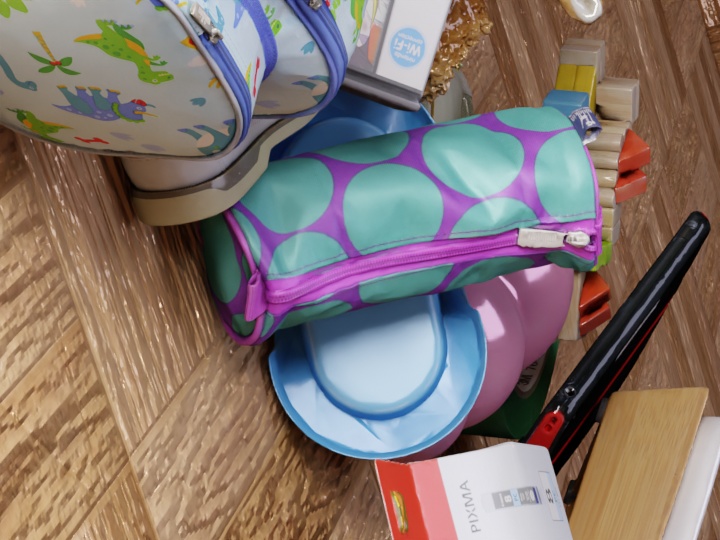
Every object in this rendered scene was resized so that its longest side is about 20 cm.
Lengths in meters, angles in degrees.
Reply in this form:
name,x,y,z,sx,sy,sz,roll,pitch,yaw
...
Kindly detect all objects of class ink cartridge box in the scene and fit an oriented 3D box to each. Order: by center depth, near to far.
name,x,y,z,sx,sy,sz,roll,pitch,yaw
ink cartridge box,0.070,0.163,1.263,0.200,0.047,0.161,20,54,-73

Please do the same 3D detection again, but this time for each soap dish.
name,x,y,z,sx,sy,sz,roll,pitch,yaw
soap dish,0.160,0.172,1.642,0.200,0.081,0.158,99,11,-65

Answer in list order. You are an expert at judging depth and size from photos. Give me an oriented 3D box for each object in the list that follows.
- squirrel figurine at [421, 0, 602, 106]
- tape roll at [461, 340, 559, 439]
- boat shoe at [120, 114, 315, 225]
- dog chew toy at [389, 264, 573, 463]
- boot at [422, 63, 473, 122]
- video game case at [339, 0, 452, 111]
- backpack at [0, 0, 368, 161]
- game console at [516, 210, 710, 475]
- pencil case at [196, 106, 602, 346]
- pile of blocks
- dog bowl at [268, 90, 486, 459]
name,x,y,z,sx,sy,sz,roll,pitch,yaw
squirrel figurine,0.048,-0.186,1.403,0.186,0.200,0.142,29,13,-49
tape roll,0.087,0.004,1.662,0.200,0.048,0.202,5,90,-73
boat shoe,-0.066,-0.093,1.269,0.200,0.074,0.069,-69,147,-63
dog chew toy,0.042,0.031,1.466,0.200,0.124,0.125,-57,133,-48
boot,0.018,-0.142,1.617,0.155,0.072,0.201,6,75,-73
video game case,-0.035,-0.187,1.176,0.025,0.199,0.182,15,-93,66
backpack,-0.091,-0.126,1.029,0.200,0.182,0.148,46,55,-56
game console,0.135,0.070,1.618,0.200,0.031,0.177,-50,168,-37
pencil case,0.021,-0.023,1.287,0.092,0.199,0.086,-129,-149,-52
pile of blocks,0.138,-0.048,1.596,0.082,0.062,0.201,50,47,-68
dog bowl,0.000,0.000,1.368,0.050,0.111,0.201,77,1,-81
